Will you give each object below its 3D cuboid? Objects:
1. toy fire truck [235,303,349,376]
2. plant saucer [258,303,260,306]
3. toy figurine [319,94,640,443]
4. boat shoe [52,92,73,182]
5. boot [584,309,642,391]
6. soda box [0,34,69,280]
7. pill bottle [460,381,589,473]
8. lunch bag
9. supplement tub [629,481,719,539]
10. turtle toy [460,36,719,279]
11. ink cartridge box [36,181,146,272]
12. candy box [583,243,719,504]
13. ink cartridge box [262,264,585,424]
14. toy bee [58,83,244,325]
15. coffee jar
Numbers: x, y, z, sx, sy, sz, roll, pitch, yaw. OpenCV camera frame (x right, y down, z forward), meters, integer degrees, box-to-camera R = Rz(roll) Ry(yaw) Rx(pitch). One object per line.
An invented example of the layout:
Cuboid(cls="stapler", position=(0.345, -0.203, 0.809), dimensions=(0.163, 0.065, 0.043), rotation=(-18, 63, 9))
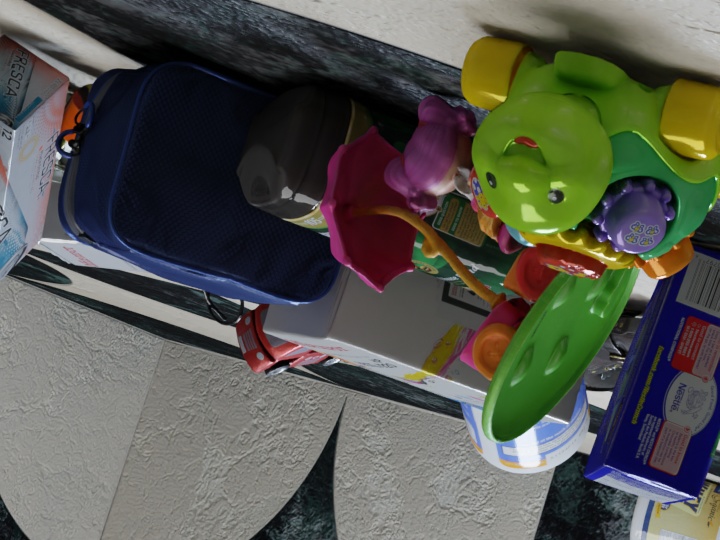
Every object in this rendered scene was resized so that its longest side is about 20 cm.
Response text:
Cuboid(cls="toy fire truck", position=(0.015, 0.024, 1.702), dimensions=(0.199, 0.049, 0.141), rotation=(-6, 159, -48))
Cuboid(cls="plant saucer", position=(0.000, 0.000, 1.770), dimensions=(0.199, 0.036, 0.200), rotation=(-21, 167, -5))
Cuboid(cls="toy figurine", position=(0.064, -0.032, 1.303), dimensions=(0.184, 0.201, 0.150), rotation=(36, -159, 21))
Cuboid(cls="boat shoe", position=(-0.258, -0.117, 1.708), dimensions=(0.201, 0.073, 0.060), rotation=(26, 175, -28))
Cuboid(cls="boot", position=(0.243, 0.076, 1.960), dimensions=(0.173, 0.070, 0.200), rotation=(13, 169, 43))
Cuboid(cls="soda box", position=(-0.269, -0.078, 1.632), dimensions=(0.063, 0.068, 0.201), rotation=(33, 143, 10))
Cuboid(cls="pill bottle", position=(0.132, 0.076, 1.877), dimensions=(0.111, 0.112, 0.201), rotation=(15, 147, 22))
Cuboid(cls="lunch bag", position=(-0.112, -0.060, 1.502), dimensions=(0.199, 0.137, 0.132), rotation=(20, 173, -23))
Cuboid(cls="supplement tub", position=(0.549, 0.412, 3.559), dimensions=(0.199, 0.145, 0.144), rotation=(15, 173, 18))
Cuboid(cls="turtle toy", position=(0.113, -0.053, 1.110), dimensions=(0.145, 0.102, 0.200), rotation=(15, 173, 23))
Cuboid(cls="ink cartridge box", position=(-0.157, -0.043, 1.845), dimensions=(0.198, 0.085, 0.145), rotation=(6, 172, 5))
Cuboid(cls="candy box", position=(0.229, 0.080, 1.595), dimensions=(0.077, 0.170, 0.200), rotation=(21, 174, 4))
Cuboid(cls="ink cartridge box", position=(0.056, 0.010, 1.583), dimensions=(0.199, 0.146, 0.147), rotation=(20, 173, -20))
Cuboid(cls="toy bee", position=(-0.133, -0.061, 1.643), dimensions=(0.130, 0.201, 0.109), rotation=(-19, -170, 43))
Cuboid(cls="coffee jar", position=(0.023, -0.052, 1.432), dimensions=(0.199, 0.086, 0.104), rotation=(21, 172, -20))
